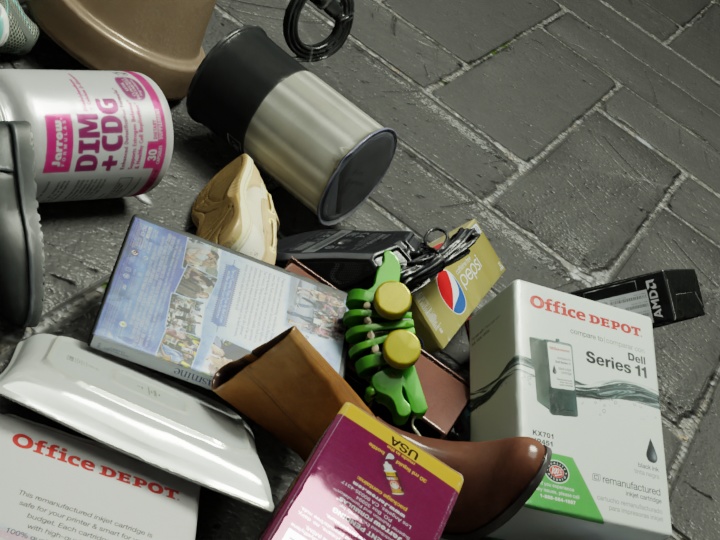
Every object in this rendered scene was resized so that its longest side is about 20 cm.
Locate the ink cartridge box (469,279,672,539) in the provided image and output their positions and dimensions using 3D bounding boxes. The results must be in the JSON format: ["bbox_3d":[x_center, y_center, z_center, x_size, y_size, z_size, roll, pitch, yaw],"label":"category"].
[{"bbox_3d":[0.169,0.124,1.087,0.146,0.083,0.201,15,57,-21],"label":"ink cartridge box"}]

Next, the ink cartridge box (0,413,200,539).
[{"bbox_3d":[-0.182,0.198,0.785,0.144,0.084,0.201,22,32,-16],"label":"ink cartridge box"}]

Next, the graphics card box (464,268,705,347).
[{"bbox_3d":[0.213,0.044,1.241,0.125,0.199,0.051,0,75,-63],"label":"graphics card box"}]

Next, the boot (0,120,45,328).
[{"bbox_3d":[-0.343,-0.032,0.976,0.199,0.066,0.166,-4,82,-28],"label":"boot"}]

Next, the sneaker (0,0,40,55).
[{"bbox_3d":[-0.394,-0.277,1.313,0.200,0.078,0.091,49,18,22],"label":"sneaker"}]

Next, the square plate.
[{"bbox_3d":[-0.153,0.096,0.925,0.197,0.029,0.200,26,1,-10],"label":"square plate"}]

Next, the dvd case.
[{"bbox_3d":[-0.103,0.039,1.038,0.199,0.018,0.143,21,41,-11],"label":"dvd case"}]

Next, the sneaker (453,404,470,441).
[{"bbox_3d":[0.168,0.135,1.196,0.199,0.080,0.096,3,39,-40],"label":"sneaker"}]

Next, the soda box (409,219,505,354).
[{"bbox_3d":[0.070,0.022,1.265,0.064,0.067,0.200,58,31,-6],"label":"soda box"}]

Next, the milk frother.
[{"bbox_3d":[-0.035,-0.180,1.331,0.188,0.201,0.180,39,14,17],"label":"milk frother"}]

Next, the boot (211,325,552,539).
[{"bbox_3d":[0.015,0.107,0.944,0.200,0.188,0.069,49,48,-17],"label":"boot"}]

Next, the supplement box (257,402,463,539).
[{"bbox_3d":[-0.026,0.205,0.857,0.103,0.131,0.200,33,36,1],"label":"supplement box"}]

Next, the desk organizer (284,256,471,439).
[{"bbox_3d":[-0.008,0.085,1.119,0.199,0.072,0.077,35,33,6],"label":"desk organizer"}]

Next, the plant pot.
[{"bbox_3d":[-0.217,-0.302,1.357,0.200,0.175,0.201,33,22,-15],"label":"plant pot"}]

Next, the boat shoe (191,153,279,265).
[{"bbox_3d":[-0.111,-0.043,1.222,0.069,0.074,0.200,46,17,-22],"label":"boat shoe"}]

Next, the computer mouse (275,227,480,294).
[{"bbox_3d":[0.000,0.000,1.199,0.199,0.053,0.138,4,21,38],"label":"computer mouse"}]

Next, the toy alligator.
[{"bbox_3d":[0.020,0.079,1.043,0.054,0.059,0.202,-7,68,-8],"label":"toy alligator"}]

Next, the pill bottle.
[{"bbox_3d":[-0.270,-0.116,1.131,0.199,0.114,0.113,-8,48,-47],"label":"pill bottle"}]
